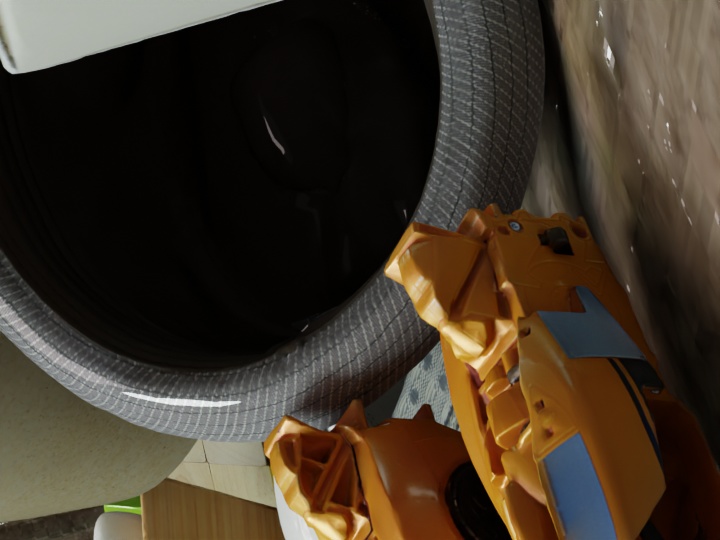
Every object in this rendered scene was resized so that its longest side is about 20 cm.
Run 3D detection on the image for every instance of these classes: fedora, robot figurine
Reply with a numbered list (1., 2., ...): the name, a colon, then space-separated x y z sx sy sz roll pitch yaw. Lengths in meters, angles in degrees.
1. fedora: -0.030 -0.056 0.618 0.201 0.176 0.090 60 -162 13
2. robot figurine: 0.040 0.094 0.498 0.145 0.058 0.201 -57 39 40

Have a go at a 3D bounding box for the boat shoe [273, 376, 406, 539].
1. boat shoe: 0.000 0.000 0.758 0.069 0.070 0.202 -19 83 65

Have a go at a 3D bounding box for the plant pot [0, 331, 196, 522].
1. plant pot: -0.143 0.003 0.720 0.199 0.187 0.188 20 -144 -41

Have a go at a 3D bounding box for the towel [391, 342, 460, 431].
1. towel: 0.035 0.138 0.595 0.193 0.034 0.201 52 129 51

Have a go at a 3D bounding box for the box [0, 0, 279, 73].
1. box: -0.046 -0.163 0.509 0.109 0.127 0.201 108 146 -77

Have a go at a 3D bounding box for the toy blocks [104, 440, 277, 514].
1. toy blocks: -0.038 0.075 1.022 0.137 0.099 0.201 -70 -23 -51

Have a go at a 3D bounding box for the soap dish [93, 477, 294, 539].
1. soap dish: -0.035 0.180 0.820 0.157 0.081 0.202 67 -163 -73
